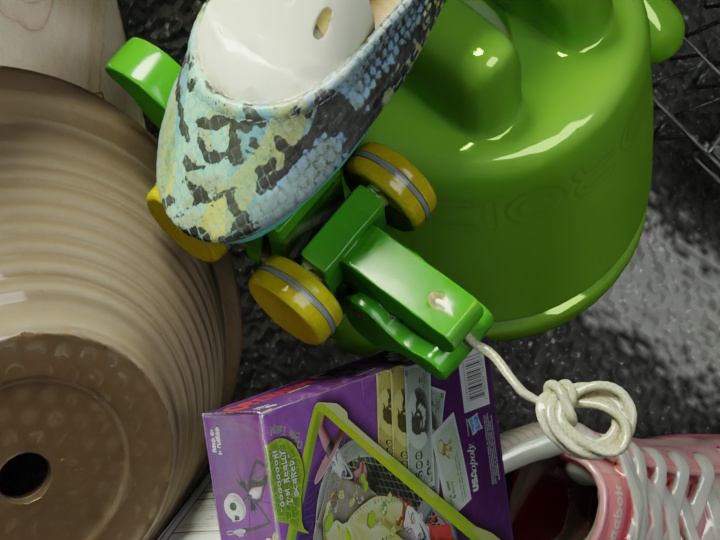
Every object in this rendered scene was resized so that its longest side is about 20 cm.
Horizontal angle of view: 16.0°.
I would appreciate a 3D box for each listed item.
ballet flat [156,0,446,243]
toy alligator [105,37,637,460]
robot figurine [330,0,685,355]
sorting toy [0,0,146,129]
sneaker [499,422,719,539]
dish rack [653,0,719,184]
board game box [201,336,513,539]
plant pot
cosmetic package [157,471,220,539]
[{"bbox_3d":[-0.003,-0.101,0.758,0.074,0.074,0.200,38,75,-14],"label":"ballet flat"},{"bbox_3d":[0.000,0.000,0.796,0.200,0.054,0.059,38,74,10],"label":"toy alligator"},{"bbox_3d":[0.042,-0.050,0.877,0.116,0.200,0.176,36,72,22],"label":"robot figurine"},{"bbox_3d":[-0.191,-0.103,0.848,0.198,0.070,0.201,-13,90,-22],"label":"sorting toy"},{"bbox_3d":[0.096,0.094,0.925,0.199,0.105,0.076,2,82,-22],"label":"sneaker"},{"bbox_3d":[0.130,-0.123,0.986,0.200,0.055,0.154,43,73,-15],"label":"dish rack"},{"bbox_3d":[0.011,0.129,0.812,0.120,0.032,0.201,-17,101,-55],"label":"board game box"},{"bbox_3d":[-0.119,0.045,0.807,0.200,0.093,0.202,-12,119,-23],"label":"plant pot"},{"bbox_3d":[-0.005,0.158,0.857,0.083,0.050,0.201,-51,127,-43],"label":"cosmetic package"}]
